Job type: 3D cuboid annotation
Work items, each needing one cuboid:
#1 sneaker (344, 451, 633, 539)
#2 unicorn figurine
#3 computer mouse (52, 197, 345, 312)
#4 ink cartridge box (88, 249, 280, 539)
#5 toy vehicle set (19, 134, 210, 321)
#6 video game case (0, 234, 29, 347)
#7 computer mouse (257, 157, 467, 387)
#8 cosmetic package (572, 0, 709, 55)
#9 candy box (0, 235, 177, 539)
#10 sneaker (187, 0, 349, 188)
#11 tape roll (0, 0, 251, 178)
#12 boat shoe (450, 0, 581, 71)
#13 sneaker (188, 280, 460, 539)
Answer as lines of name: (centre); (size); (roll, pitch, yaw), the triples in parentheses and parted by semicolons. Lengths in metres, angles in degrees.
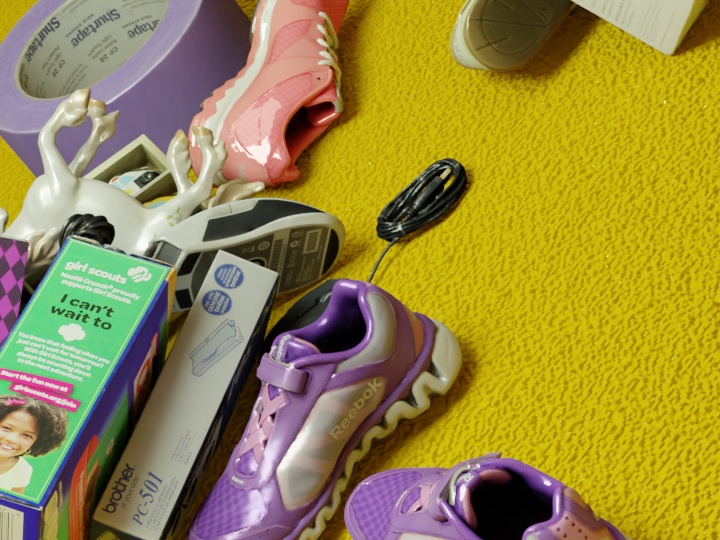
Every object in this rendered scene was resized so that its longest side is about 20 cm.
sneaker: (0.061, 0.130, 1.224); (0.200, 0.089, 0.081); (11, 59, 47)
unicorn figurine: (-0.175, -0.042, 1.518); (0.200, 0.074, 0.138); (16, 83, 12)
computer mouse: (-0.107, -0.009, 1.470); (0.200, 0.110, 0.044); (-11, 50, -23)
ink cartridge box: (-0.107, 0.095, 1.396); (0.044, 0.094, 0.200); (21, 55, 3)
toy vehicle set: (-0.186, 0.007, 1.558); (0.200, 0.027, 0.124); (-38, 56, -15)
video game case: (-0.282, 0.077, 1.487); (0.181, 0.036, 0.201); (1, 80, 53)
computer mouse: (0.000, 0.000, 1.464); (0.059, 0.034, 0.200); (11, 57, 47)
cosmetic package: (0.144, -0.240, 1.475); (0.200, 0.081, 0.113); (32, 67, 10)
candy box: (-0.181, 0.108, 1.362); (0.077, 0.169, 0.200); (17, 46, 6)
sneaker: (-0.040, -0.133, 1.630); (0.087, 0.074, 0.200); (11, 60, 30)
tape roll: (-0.177, -0.147, 1.731); (0.200, 0.085, 0.200); (-22, 39, 19)
boat shoe: (0.130, -0.207, 1.551); (0.200, 0.074, 0.066); (-42, 10, -18)
sneaker: (-0.035, 0.083, 1.344); (0.200, 0.089, 0.080); (-48, 39, -13)
